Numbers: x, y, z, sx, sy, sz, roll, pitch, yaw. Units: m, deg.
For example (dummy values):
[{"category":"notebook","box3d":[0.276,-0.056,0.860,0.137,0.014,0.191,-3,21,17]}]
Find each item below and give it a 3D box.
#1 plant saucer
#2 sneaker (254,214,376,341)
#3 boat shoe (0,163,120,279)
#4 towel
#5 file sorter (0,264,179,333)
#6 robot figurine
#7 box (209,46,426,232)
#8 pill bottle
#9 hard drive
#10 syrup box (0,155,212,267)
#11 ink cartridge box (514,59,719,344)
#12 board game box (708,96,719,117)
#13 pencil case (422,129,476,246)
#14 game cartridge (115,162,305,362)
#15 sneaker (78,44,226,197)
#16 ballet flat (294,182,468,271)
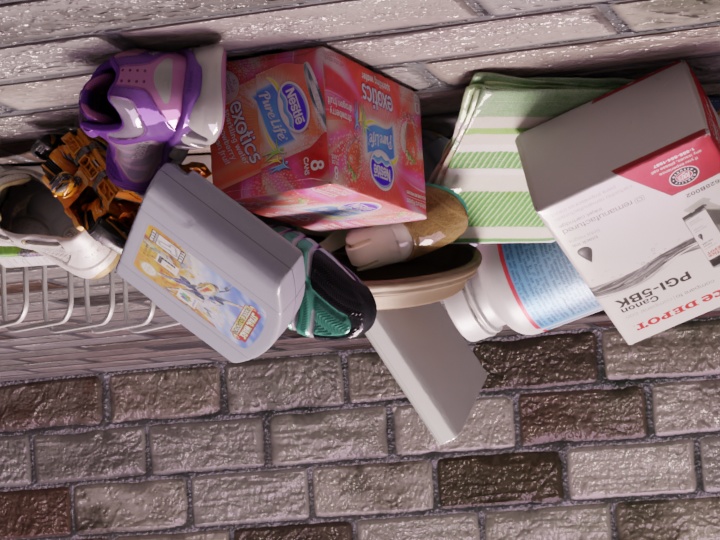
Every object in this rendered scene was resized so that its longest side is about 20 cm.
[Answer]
[{"category":"plant saucer","box3d":[0.000,0.000,1.708,0.198,0.030,0.200,-1,-167,0]},{"category":"sneaker","box3d":[-0.053,-0.012,1.593,0.199,0.075,0.087,25,-150,31]},{"category":"boat shoe","box3d":[-0.281,-0.056,1.711,0.199,0.071,0.069,19,164,30]},{"category":"towel","box3d":[0.128,-0.085,1.649,0.151,0.024,0.200,0,145,-18]},{"category":"file sorter","box3d":[-0.268,-0.006,1.991,0.199,0.126,0.138,1,172,-39]},{"category":"robot figurine","box3d":[-0.177,-0.060,1.682,0.058,0.145,0.200,-47,153,15]},{"category":"box","box3d":[-0.029,-0.091,1.534,0.094,0.103,0.200,-6,172,21]},{"category":"pill bottle","box3d":[0.171,-0.010,1.804,0.199,0.109,0.109,-21,167,20]},{"category":"hard drive","box3d":[0.043,0.048,1.947,0.026,0.201,0.132,-27,-166,26]},{"category":"syrup box","box3d":[-0.222,-0.051,1.836,0.198,0.079,0.081,-3,172,-2]},{"category":"ink cartridge box","box3d":[0.228,-0.048,1.620,0.146,0.083,0.200,-25,138,15]},{"category":"board game box","box3d":[0.253,-0.110,1.798,0.134,0.035,0.200,-3,173,-1]},{"category":"pencil case","box3d":[0.077,-0.070,1.836,0.090,0.084,0.200,-25,166,19]},{"category":"game cartridge","box3d":[-0.107,0.002,1.510,0.042,0.133,0.200,-49,178,-23]},{"category":"sneaker","box3d":[-0.158,-0.109,1.460,0.088,0.081,0.200,4,165,-19]},{"category":"ballet flat","box3d":[-0.009,-0.033,1.665,0.199,0.068,0.072,7,-142,36]}]
